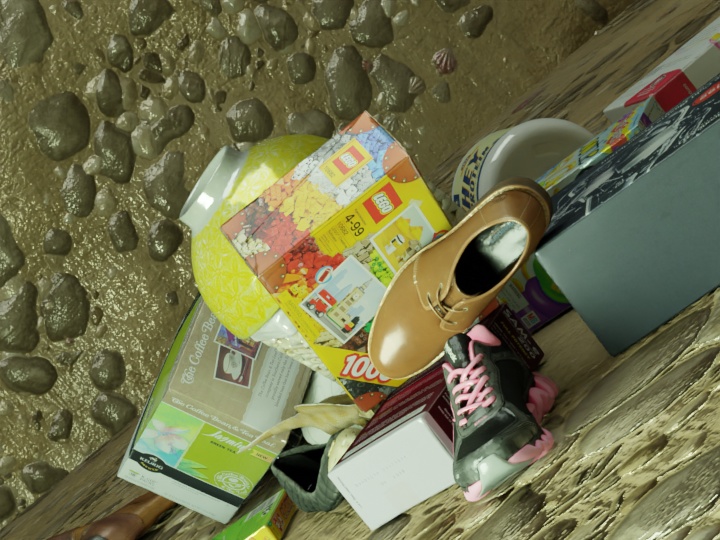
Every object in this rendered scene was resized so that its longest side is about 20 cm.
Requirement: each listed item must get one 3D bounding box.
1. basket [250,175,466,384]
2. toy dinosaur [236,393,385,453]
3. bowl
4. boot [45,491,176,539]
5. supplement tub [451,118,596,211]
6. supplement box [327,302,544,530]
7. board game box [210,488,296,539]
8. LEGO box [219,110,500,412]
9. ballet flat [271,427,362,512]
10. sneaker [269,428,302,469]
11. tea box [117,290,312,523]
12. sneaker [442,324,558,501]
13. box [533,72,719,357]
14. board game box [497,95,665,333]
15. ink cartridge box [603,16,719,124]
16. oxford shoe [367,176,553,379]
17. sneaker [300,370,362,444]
[{"bbox_3d":[0.000,0.000,1.520,0.201,0.123,0.135,-60,13,-14],"label":"basket"},{"bbox_3d":[-0.022,0.130,1.490,0.101,0.059,0.199,11,-19,-38],"label":"toy dinosaur"},{"bbox_3d":[-0.097,-0.050,1.482,0.200,0.107,0.200,-52,14,18],"label":"bowl"},{"bbox_3d":[-0.296,0.303,2.041,0.200,0.069,0.188,-41,6,-33],"label":"boot"},{"bbox_3d":[0.175,-0.080,1.721,0.145,0.145,0.200,-39,6,-7],"label":"supplement tub"},{"bbox_3d":[0.064,0.114,1.322,0.109,0.061,0.200,-35,8,34],"label":"supplement box"},{"bbox_3d":[-0.148,0.279,1.522,0.199,0.030,0.096,-34,6,14],"label":"board game box"},{"bbox_3d":[0.003,-0.003,1.317,0.149,0.200,0.077,-39,46,-3],"label":"LEGO box"},{"bbox_3d":[-0.037,0.170,1.406,0.067,0.057,0.200,-61,5,-22],"label":"ballet flat"},{"bbox_3d":[-0.095,0.180,1.853,0.200,0.078,0.090,-39,-14,-37],"label":"sneaker"},{"bbox_3d":[-0.136,0.115,1.694,0.197,0.133,0.201,124,168,-51],"label":"tea box"},{"bbox_3d":[0.087,0.094,1.179,0.079,0.096,0.200,-34,7,13],"label":"sneaker"},{"bbox_3d":[0.248,-0.053,1.277,0.200,0.104,0.182,-37,7,17],"label":"box"},{"bbox_3d":[0.208,-0.050,1.491,0.200,0.103,0.105,-36,6,26],"label":"board game box"},{"bbox_3d":[0.376,-0.206,1.756,0.200,0.086,0.148,-38,5,-9],"label":"ink cartridge box"},{"bbox_3d":[0.065,0.015,1.242,0.200,0.071,0.071,-52,4,28],"label":"oxford shoe"},{"bbox_3d":[0.003,0.118,1.601,0.200,0.075,0.100,-45,21,33],"label":"sneaker"}]
